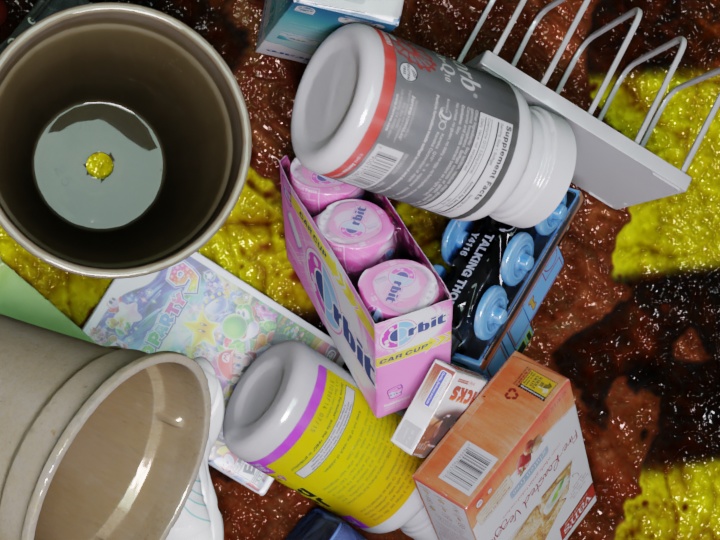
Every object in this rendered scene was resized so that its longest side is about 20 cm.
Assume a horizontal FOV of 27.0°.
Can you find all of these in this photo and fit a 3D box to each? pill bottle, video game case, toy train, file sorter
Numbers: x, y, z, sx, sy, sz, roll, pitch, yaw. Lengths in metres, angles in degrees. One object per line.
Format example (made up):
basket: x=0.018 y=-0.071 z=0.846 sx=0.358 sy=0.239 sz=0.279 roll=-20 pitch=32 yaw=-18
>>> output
pill bottle: x=0.058 y=-0.103 z=1.143 sx=0.200 sy=0.116 sz=0.116 roll=17 pitch=84 yaw=-30
pill bottle: x=-0.006 y=0.146 z=1.214 sx=0.200 sy=0.104 sz=0.104 roll=34 pitch=80 yaw=-25
video game case: x=-0.127 y=0.074 z=1.242 sx=0.200 sy=0.018 sz=0.143 roll=33 pitch=81 yaw=-10
toy train: x=0.115 y=0.000 z=1.258 sx=0.087 sy=0.114 sz=0.200 roll=20 pitch=68 yaw=29
file sorter: x=0.188 y=-0.160 z=1.268 sx=0.200 sy=0.139 sz=0.125 roll=30 pitch=79 yaw=-11

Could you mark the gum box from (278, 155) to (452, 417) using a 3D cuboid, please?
gum box: x=0.000 y=0.000 z=1.182 sx=0.066 sy=0.114 sz=0.200 roll=-19 pitch=50 yaw=-15

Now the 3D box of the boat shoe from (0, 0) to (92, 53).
boat shoe: x=-0.287 y=-0.155 z=1.184 sx=0.057 sy=0.069 sz=0.200 roll=48 pitch=65 yaw=-10

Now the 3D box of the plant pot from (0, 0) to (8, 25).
plant pot: x=-0.397 y=-0.201 z=1.108 sx=0.200 sy=0.176 sz=0.200 roll=39 pitch=79 yaw=-9

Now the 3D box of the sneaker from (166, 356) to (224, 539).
sneaker: x=-0.155 y=0.169 z=1.188 sx=0.080 sy=0.070 sz=0.201 roll=-7 pitch=102 yaw=-32

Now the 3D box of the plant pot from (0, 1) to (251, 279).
plant pot: x=-0.195 y=-0.091 z=1.153 sx=0.200 sy=0.174 sz=0.200 roll=0 pitch=88 yaw=-13

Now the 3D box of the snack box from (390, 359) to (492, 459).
snack box: x=0.090 y=0.119 z=1.199 sx=0.024 sy=0.200 sz=0.072 roll=29 pitch=93 yaw=28

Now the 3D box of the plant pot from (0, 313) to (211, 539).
plant pot: x=-0.239 y=0.117 z=1.072 sx=0.183 sy=0.200 sz=0.201 roll=23 pitch=81 yaw=23

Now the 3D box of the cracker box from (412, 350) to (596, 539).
cracker box: x=0.121 y=0.176 z=1.205 sx=0.058 sy=0.200 sz=0.134 roll=29 pitch=66 yaw=31

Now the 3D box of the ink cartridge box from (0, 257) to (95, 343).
ink cartridge box: x=-0.326 y=0.042 z=1.159 sx=0.200 sy=0.076 sz=0.148 roll=42 pitch=83 yaw=-5

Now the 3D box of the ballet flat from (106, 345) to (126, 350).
ballet flat: x=-0.251 y=0.138 z=1.188 sx=0.200 sy=0.065 sz=0.071 roll=-41 pitch=73 yaw=-11

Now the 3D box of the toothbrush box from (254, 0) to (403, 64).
toothbrush box: x=-0.018 y=-0.251 z=1.189 sx=0.085 sy=0.200 sz=0.147 roll=11 pitch=86 yaw=-11

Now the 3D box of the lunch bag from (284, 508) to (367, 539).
lunch bag: x=-0.017 y=0.280 z=1.165 sx=0.132 sy=0.200 sz=0.136 roll=42 pitch=82 yaw=-5
